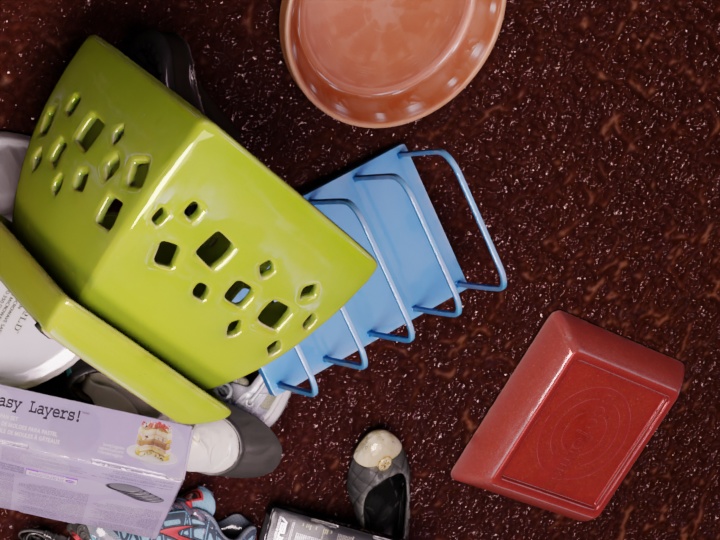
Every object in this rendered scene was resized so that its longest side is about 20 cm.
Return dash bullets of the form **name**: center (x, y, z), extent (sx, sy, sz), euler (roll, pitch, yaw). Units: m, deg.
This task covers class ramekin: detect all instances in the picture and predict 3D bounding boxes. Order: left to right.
- **ramekin**: center (-0.279, 0.002, 1.371), extent (0.201, 0.094, 0.204), euler (-13, 123, -21)

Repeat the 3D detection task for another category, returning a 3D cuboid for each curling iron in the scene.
- **curling iron**: center (-0.240, 0.283, 1.593), extent (0.200, 0.049, 0.026), euler (52, 43, -45)

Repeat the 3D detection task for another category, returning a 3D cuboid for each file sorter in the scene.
- **file sorter**: center (0.000, 0.000, 1.464), extent (0.199, 0.123, 0.139), euler (-29, 102, -18)

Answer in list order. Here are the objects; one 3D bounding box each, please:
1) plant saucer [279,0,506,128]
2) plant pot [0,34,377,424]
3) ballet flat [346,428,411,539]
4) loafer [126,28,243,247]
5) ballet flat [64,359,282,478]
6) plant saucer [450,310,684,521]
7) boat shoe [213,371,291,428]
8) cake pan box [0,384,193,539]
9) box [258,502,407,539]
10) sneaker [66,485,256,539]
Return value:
- **plant saucer**: center (0.025, -0.213, 1.450), extent (0.199, 0.032, 0.201), euler (-13, 122, -21)
- **plant pot**: center (-0.143, -0.019, 1.261), extent (0.182, 0.199, 0.200), euler (-50, 130, -1)
- **ballet flat**: center (0.026, 0.235, 1.699), extent (0.066, 0.057, 0.201), euler (-17, 125, -20)
- **loafer**: center (-0.133, -0.108, 1.409), extent (0.071, 0.073, 0.201), euler (-28, 133, -24)
- **ballet flat**: center (-0.159, 0.127, 1.474), extent (0.199, 0.068, 0.068), euler (27, 111, -6)
- **plant saucer**: center (0.216, 0.157, 1.771), extent (0.199, 0.037, 0.200), euler (22, 106, -37)
- **boat shoe**: center (-0.086, 0.078, 1.540), extent (0.065, 0.074, 0.202), euler (41, 91, -27)
- **cake pan box**: center (-0.240, 0.150, 1.404), extent (0.199, 0.053, 0.184), euler (12, 154, -6)
- **box**: center (-0.035, 0.332, 1.649), extent (0.159, 0.044, 0.201), euler (16, 87, -8)
- **sneaker**: center (-0.173, 0.228, 1.588), extent (0.200, 0.079, 0.096), euler (27, 90, -44)
